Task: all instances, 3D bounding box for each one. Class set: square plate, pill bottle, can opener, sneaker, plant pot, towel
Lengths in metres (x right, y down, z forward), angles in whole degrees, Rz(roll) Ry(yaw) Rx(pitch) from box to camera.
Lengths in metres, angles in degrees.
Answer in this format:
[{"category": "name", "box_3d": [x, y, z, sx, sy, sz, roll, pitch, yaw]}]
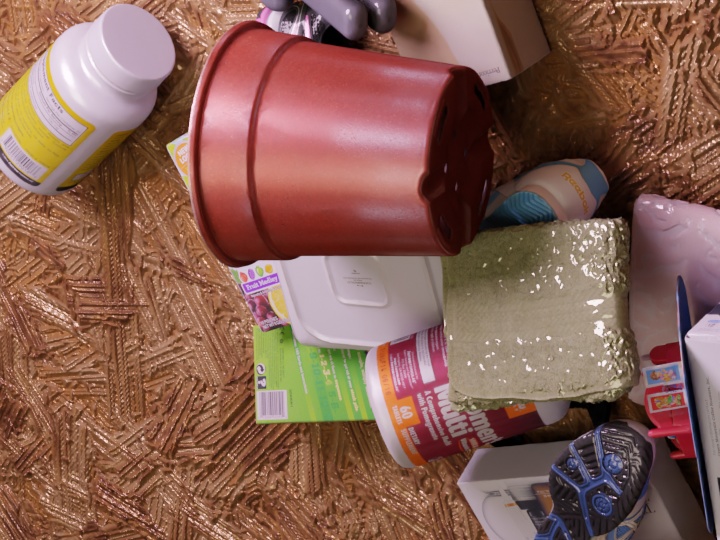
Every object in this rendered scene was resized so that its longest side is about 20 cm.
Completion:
[{"category": "square plate", "box_3d": [0.000, 0.000, 1.728, 0.199, 0.028, 0.199, 4, 129, 29]}, {"category": "pill bottle", "box_3d": [0.112, 0.089, 1.669, 0.199, 0.110, 0.110, -19, 103, 12]}, {"category": "can opener", "box_3d": [-0.036, -0.230, 1.639, 0.200, 0.053, 0.067, 46, 143, 48]}, {"category": "sneaker", "box_3d": [0.134, -0.041, 1.656, 0.077, 0.081, 0.200, 59, 151, -7]}, {"category": "plant pot", "box_3d": [-0.006, -0.094, 1.569, 0.194, 0.201, 0.202, 6, 117, 23]}, {"category": "towel", "box_3d": [0.138, 0.034, 1.552, 0.199, 0.036, 0.150, -10, 81, 47]}, {"category": "towel", "box_3d": [0.312, 0.043, 1.595, 0.199, 0.032, 0.192, 15, 122, 30]}, {"category": "sneaker", "box_3d": [0.198, 0.181, 1.609, 0.076, 0.077, 0.201, 43, 142, 19]}, {"category": "sneaker", "box_3d": [-0.019, -0.145, 1.711, 0.086, 0.080, 0.201, -17, 108, 30]}, {"category": "pill bottle", "box_3d": [-0.260, -0.163, 1.851, 0.200, 0.111, 0.112, -36, 90, 42]}]

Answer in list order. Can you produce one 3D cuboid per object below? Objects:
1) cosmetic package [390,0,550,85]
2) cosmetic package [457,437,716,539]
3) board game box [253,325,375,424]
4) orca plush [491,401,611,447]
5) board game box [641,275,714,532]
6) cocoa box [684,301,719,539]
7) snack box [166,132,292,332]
[{"category": "cosmetic package", "box_3d": [0.066, -0.247, 1.595, 0.105, 0.071, 0.201, -13, 105, 40]}, {"category": "cosmetic package", "box_3d": [0.204, 0.222, 1.737, 0.199, 0.052, 0.151, -10, 122, 39]}, {"category": "board game box", "box_3d": [-0.019, 0.094, 1.844, 0.199, 0.030, 0.096, -5, 85, 40]}, {"category": "orca plush", "box_3d": [0.125, 0.128, 1.749, 0.199, 0.071, 0.106, 10, 119, 32]}, {"category": "board game box", "box_3d": [0.245, 0.105, 1.544, 0.039, 0.158, 0.201, -7, 116, 12]}, {"category": "cocoa box", "box_3d": [0.344, 0.115, 1.498, 0.133, 0.131, 0.202, 3, 115, 37]}, {"category": "snack box", "box_3d": [-0.075, -0.054, 1.812, 0.142, 0.053, 0.201, -18, 103, 40]}]
